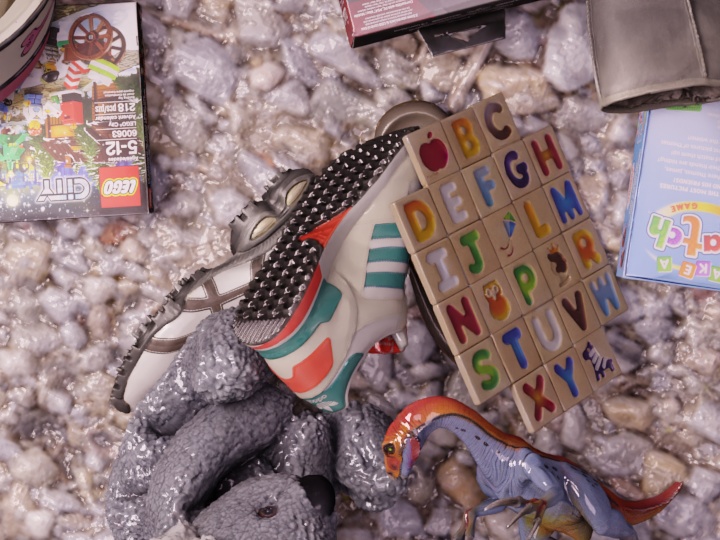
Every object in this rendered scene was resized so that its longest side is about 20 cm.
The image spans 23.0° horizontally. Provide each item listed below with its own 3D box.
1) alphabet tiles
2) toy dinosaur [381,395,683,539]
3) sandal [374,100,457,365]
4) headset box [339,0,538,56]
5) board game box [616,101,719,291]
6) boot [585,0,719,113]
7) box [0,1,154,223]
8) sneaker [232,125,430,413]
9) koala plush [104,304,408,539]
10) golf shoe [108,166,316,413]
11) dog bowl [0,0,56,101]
[{"bbox_3d":[0.099,-0.007,1.125,0.166,0.006,0.202,-26,94,-42],"label":"alphabet tiles"},{"bbox_3d":[0.097,0.139,1.118,0.105,0.200,0.182,-32,99,32],"label":"toy dinosaur"},{"bbox_3d":[0.066,-0.017,1.154,0.081,0.055,0.202,-21,93,-1],"label":"sandal"},{"bbox_3d":[0.045,-0.241,1.134,0.147,0.077,0.202,-13,91,-1],"label":"headset box"},{"bbox_3d":[0.257,-0.084,1.165,0.149,0.037,0.203,8,91,-2],"label":"board game box"},{"bbox_3d":[0.214,-0.208,1.114,0.180,0.073,0.202,-14,72,-1],"label":"boot"},{"bbox_3d":[-0.238,-0.100,1.151,0.197,0.038,0.138,-4,92,-1],"label":"box"},{"bbox_3d":[0.000,0.000,1.095,0.094,0.070,0.201,52,49,-25],"label":"sneaker"},{"bbox_3d":[-0.067,0.164,1.065,0.184,0.200,0.177,-45,119,12],"label":"koala plush"},{"bbox_3d":[-0.078,0.030,1.142,0.094,0.078,0.200,43,92,-3],"label":"golf shoe"},{"bbox_3d":[-0.277,-0.172,1.091,0.197,0.074,0.202,0,58,0],"label":"dog bowl"}]
